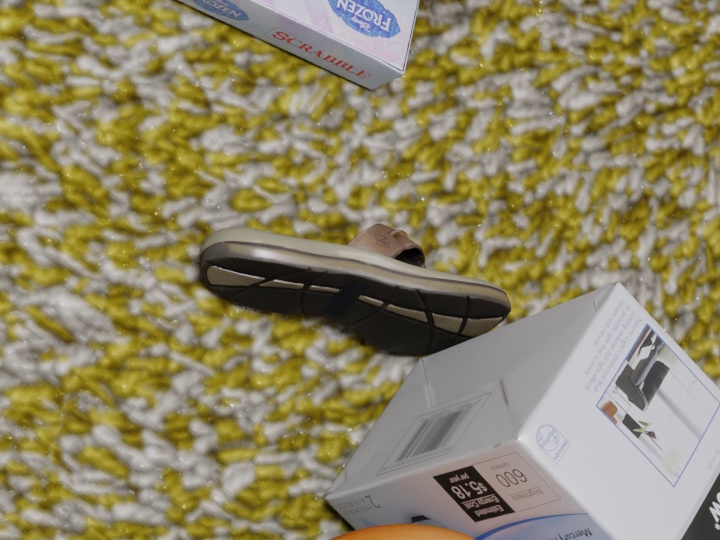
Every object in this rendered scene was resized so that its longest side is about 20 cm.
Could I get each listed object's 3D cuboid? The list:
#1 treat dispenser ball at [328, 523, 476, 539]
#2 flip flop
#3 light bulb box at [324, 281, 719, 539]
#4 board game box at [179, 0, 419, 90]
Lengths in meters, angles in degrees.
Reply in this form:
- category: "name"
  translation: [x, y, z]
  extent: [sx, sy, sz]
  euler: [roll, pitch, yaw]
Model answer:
- category: "treat dispenser ball"
  translation: [0.024, 0.234, 1.206]
  extent: [0.200, 0.201, 0.202]
  euler: [8, 74, -29]
- category: "flip flop"
  translation: [0.000, 0.000, 1.333]
  extent: [0.199, 0.081, 0.058]
  euler: [14, 56, -22]
- category: "light bulb box"
  translation: [0.125, 0.136, 1.292]
  extent: [0.200, 0.198, 0.125]
  euler: [46, 57, -13]
- category: "board game box"
  translation: [-0.046, -0.237, 1.377]
  extent: [0.200, 0.041, 0.200]
  euler: [23, 66, -25]
